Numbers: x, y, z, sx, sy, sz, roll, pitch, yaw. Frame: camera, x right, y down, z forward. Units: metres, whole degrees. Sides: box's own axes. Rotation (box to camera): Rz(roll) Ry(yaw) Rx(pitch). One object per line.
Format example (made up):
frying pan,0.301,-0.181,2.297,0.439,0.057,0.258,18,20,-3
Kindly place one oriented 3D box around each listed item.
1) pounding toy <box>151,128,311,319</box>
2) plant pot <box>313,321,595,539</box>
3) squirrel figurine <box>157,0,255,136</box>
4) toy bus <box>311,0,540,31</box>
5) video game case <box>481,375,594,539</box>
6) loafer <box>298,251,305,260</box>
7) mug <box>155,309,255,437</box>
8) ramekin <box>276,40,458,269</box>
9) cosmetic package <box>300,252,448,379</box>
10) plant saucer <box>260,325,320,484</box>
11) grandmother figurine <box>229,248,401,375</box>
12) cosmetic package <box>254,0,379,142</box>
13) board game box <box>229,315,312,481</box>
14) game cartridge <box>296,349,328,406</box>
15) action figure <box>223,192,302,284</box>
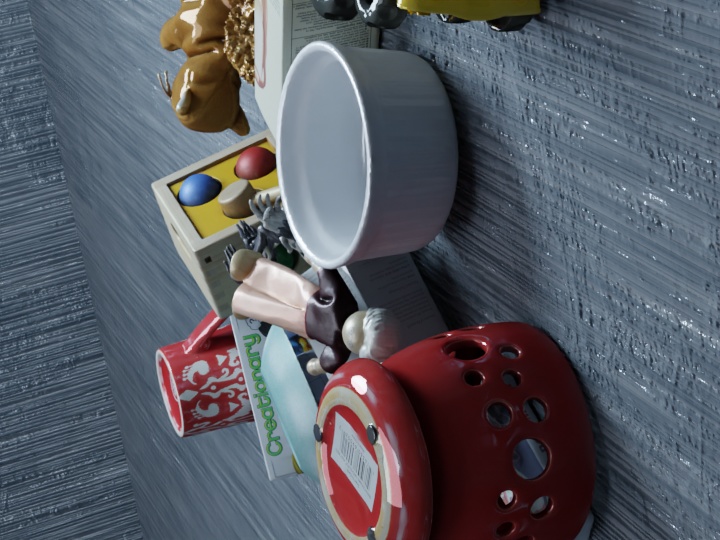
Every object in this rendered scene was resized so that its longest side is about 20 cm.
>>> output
pounding toy,-0.109,-0.065,1.952,0.200,0.183,0.143,52,164,51
plant pot,0.070,0.154,1.488,0.200,0.182,0.201,35,129,57
squirrel figurine,-0.132,-0.237,1.843,0.199,0.141,0.188,2,75,45
toy bus,0.052,-0.279,1.343,0.200,0.135,0.193,-150,63,-63
video game case,0.147,0.209,1.614,0.200,0.023,0.183,95,153,-49
loafer,0.000,0.000,1.801,0.200,0.069,0.070,28,129,61
mug,-0.137,0.098,2.102,0.133,0.199,0.178,-173,68,-73
ramekin,0.007,-0.105,1.593,0.200,0.097,0.202,175,90,-65
cosmetic package,0.023,0.074,1.694,0.113,0.081,0.201,-33,83,51
plant saucer,-0.066,0.149,1.856,0.201,0.039,0.202,158,90,-84
grandmother figurine,-0.039,0.043,1.642,0.199,0.060,0.122,18,127,43
cosmetic package,-0.043,-0.225,1.695,0.201,0.103,0.087,95,155,-45
board game box,-0.065,0.128,2.028,0.035,0.126,0.201,-102,-2,-82
game cartridge,-0.030,0.155,1.905,0.200,0.041,0.134,-135,28,-75
action figure,-0.059,-0.061,1.773,0.102,0.119,0.200,47,127,-11
